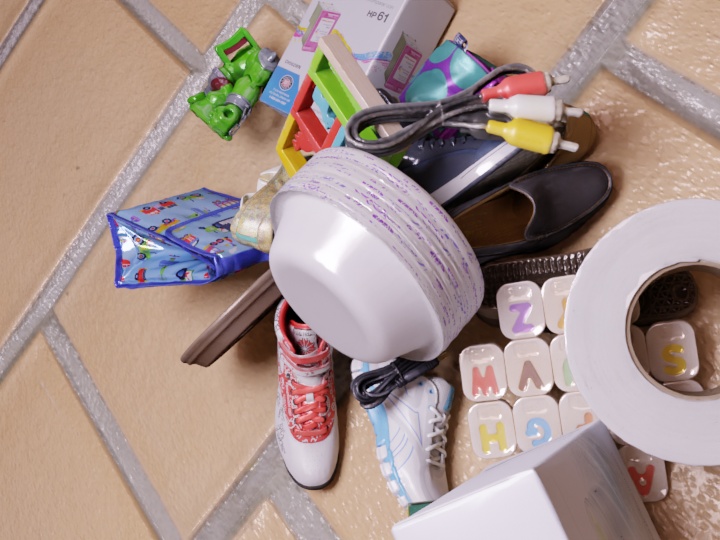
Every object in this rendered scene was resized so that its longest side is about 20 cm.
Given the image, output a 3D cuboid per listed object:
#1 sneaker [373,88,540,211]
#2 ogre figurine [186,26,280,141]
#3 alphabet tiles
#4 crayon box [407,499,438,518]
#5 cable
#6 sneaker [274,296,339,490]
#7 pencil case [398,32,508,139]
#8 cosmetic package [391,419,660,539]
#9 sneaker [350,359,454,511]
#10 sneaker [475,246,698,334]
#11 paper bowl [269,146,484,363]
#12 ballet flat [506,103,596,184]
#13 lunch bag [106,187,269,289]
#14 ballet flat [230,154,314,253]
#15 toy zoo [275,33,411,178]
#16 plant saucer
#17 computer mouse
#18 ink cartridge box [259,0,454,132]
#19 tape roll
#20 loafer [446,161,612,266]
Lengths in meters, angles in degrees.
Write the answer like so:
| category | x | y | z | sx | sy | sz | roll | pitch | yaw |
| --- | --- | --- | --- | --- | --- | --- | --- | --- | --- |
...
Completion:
| category | x | y | z | sx | sy | sz | roll | pitch | yaw |
| --- | --- | --- | --- | --- | --- | --- | --- | --- | --- |
| sneaker | 0.070 | -0.128 | 0.892 | 0.202 | 0.077 | 0.147 | -31 | 77 | 28 |
| ogre figurine | -0.155 | -0.228 | 1.171 | 0.098 | 0.200 | 0.120 | 42 | 90 | -3 |
| alphabet tiles | 0.186 | 0.102 | 0.801 | 0.198 | 0.015 | 0.198 | -8 | 88 | 15 |
| crayon box | 0.097 | 0.299 | 0.786 | 0.051 | 0.125 | 0.202 | -15 | 66 | 31 |
| cable | 0.085 | -0.141 | 0.800 | 0.198 | 0.050 | 0.098 | 1 | 66 | -5 |
| sneaker | -0.057 | 0.118 | 0.964 | 0.067 | 0.108 | 0.203 | -2 | 73 | -1 |
| pencil case | 0.067 | -0.145 | 0.991 | 0.200 | 0.085 | 0.093 | -52 | 37 | 11 |
| cosmetic package | 0.148 | 0.236 | 0.688 | 0.122 | 0.200 | 0.201 | -29 | 79 | 26 |
| sneaker | 0.058 | 0.148 | 0.906 | 0.086 | 0.075 | 0.201 | -32 | 57 | 17 |
| sneaker | 0.198 | 0.022 | 0.852 | 0.198 | 0.076 | 0.071 | 2 | 70 | 15 |
| paper bowl | 0.000 | 0.000 | 0.822 | 0.200 | 0.201 | 0.104 | 26 | 61 | 40 |
| ballet flat | 0.141 | -0.091 | 0.930 | 0.200 | 0.063 | 0.069 | -45 | 55 | 16 |
| lunch bag | -0.162 | -0.027 | 1.067 | 0.199 | 0.150 | 0.095 | 10 | 111 | 37 |
| ballet flat | -0.091 | -0.080 | 1.031 | 0.070 | 0.071 | 0.200 | -29 | 17 | 25 |
| toy zoo | -0.027 | -0.110 | 0.910 | 0.132 | 0.020 | 0.200 | 58 | 148 | 16 |
| plant saucer | -0.112 | 0.037 | 1.018 | 0.200 | 0.200 | 0.029 | -43 | 91 | 17 |
| computer mouse | 0.010 | 0.049 | 0.950 | 0.109 | 0.044 | 0.200 | -34 | 36 | -3 |
| ink cartridge box | -0.005 | -0.248 | 1.082 | 0.144 | 0.084 | 0.201 | 31 | 92 | 40 |
| tape roll | 0.261 | 0.046 | 0.738 | 0.201 | 0.071 | 0.205 | -1 | 86 | 15 |
| loafer | 0.148 | -0.049 | 0.855 | 0.199 | 0.072 | 0.073 | -26 | 86 | -11 |
